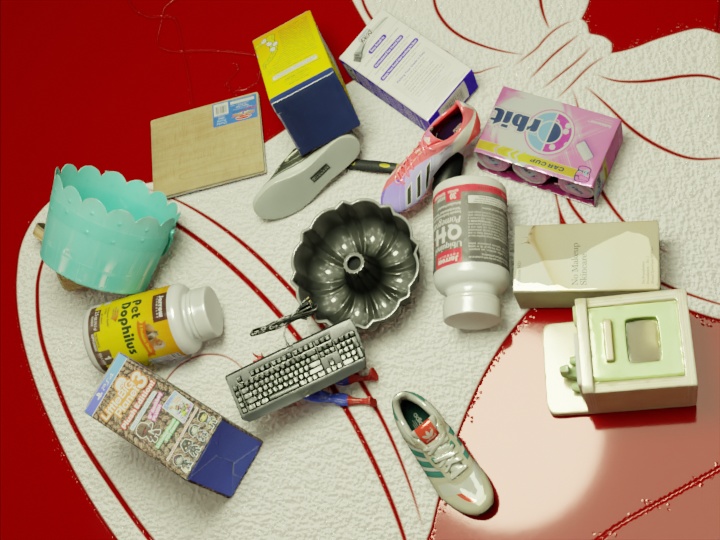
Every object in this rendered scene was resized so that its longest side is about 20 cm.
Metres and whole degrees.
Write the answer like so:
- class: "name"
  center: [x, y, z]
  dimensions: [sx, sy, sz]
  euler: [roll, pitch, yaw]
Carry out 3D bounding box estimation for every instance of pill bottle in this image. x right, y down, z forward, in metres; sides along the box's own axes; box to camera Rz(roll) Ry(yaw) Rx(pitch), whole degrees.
- class: "pill bottle"
  center: [0.157, -0.024, 1.512]
  dimensions: [0.109, 0.111, 0.203]
  euler: [-5, 68, 15]
- class: "pill bottle"
  center: [-0.314, 0.085, 1.619]
  dimensions: [0.197, 0.109, 0.111]
  euler: [-15, 66, 11]

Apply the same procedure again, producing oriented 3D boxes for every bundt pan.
- class: "bundt pan"
  center: [0.000, 0.000, 1.570]
  dimensions: [0.199, 0.076, 0.205]
  euler: [-5, 71, 16]

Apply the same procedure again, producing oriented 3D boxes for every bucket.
- class: "bucket"
  center: [-0.391, -0.063, 1.641]
  dimensions: [0.206, 0.206, 0.136]
  euler: [30, 107, 25]

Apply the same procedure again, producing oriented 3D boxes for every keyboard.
- class: "keyboard"
  center: [-0.098, 0.117, 1.496]
  dimensions: [0.198, 0.021, 0.128]
  euler: [-25, 77, 0]

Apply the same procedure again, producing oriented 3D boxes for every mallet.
- class: "mallet"
  center: [0.062, -0.148, 1.635]
  dimensions: [0.197, 0.041, 0.067]
  euler: [0, 72, 23]

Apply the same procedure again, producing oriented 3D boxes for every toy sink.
- class: "toy sink"
  center: [0.336, 0.110, 1.403]
  dimensions: [0.197, 0.112, 0.132]
  euler: [-6, 68, 15]

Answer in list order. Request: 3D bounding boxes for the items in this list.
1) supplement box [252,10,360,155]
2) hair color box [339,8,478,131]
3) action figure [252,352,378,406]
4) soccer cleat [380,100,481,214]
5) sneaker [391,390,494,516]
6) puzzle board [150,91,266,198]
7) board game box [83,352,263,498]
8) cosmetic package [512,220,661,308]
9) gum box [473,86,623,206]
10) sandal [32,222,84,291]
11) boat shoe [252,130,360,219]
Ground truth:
- class: "supplement box"
  center: [-0.087, -0.294, 1.658]
  dimensions: [0.108, 0.109, 0.201]
  euler: [-26, 41, 6]
- class: "hair color box"
  center: [0.075, -0.312, 1.676]
  dimensions: [0.200, 0.065, 0.110]
  euler: [40, 86, 24]
- class: "action figure"
  center: [-0.083, 0.162, 1.527]
  dimensions: [0.197, 0.099, 0.066]
  euler: [-4, 68, 19]
- class: "soccer cleat"
  center: [0.095, -0.168, 1.561]
  dimensions: [0.200, 0.076, 0.067]
  euler: [-44, 61, 9]
- class: "sneaker"
  center: [0.103, 0.244, 1.435]
  dimensions: [0.070, 0.093, 0.201]
  euler: [-37, 63, 1]
- class: "puzzle board"
  center: [-0.254, -0.205, 1.765]
  dimensions: [0.197, 0.017, 0.153]
  euler: [-13, 65, 12]
- class: "board game box"
  center: [-0.265, 0.224, 1.523]
  dimensions: [0.198, 0.160, 0.098]
  euler: [27, 79, 25]
- class: "cosmetic package"
  center: [0.315, -0.007, 1.478]
  dimensions: [0.197, 0.073, 0.105]
  euler: [-2, 69, 16]
- class: "gum box"
  center: [0.272, -0.186, 1.562]
  dimensions: [0.198, 0.066, 0.115]
  euler: [21, 76, 23]
- class: "sandal"
  center: [-0.469, -0.002, 1.735]
  dimensions: [0.210, 0.077, 0.070]
  euler: [31, 101, 31]
- class: "boat shoe"
  center: [-0.089, -0.157, 1.670]
  dimensions: [0.199, 0.071, 0.064]
  euler: [-36, 42, 5]
